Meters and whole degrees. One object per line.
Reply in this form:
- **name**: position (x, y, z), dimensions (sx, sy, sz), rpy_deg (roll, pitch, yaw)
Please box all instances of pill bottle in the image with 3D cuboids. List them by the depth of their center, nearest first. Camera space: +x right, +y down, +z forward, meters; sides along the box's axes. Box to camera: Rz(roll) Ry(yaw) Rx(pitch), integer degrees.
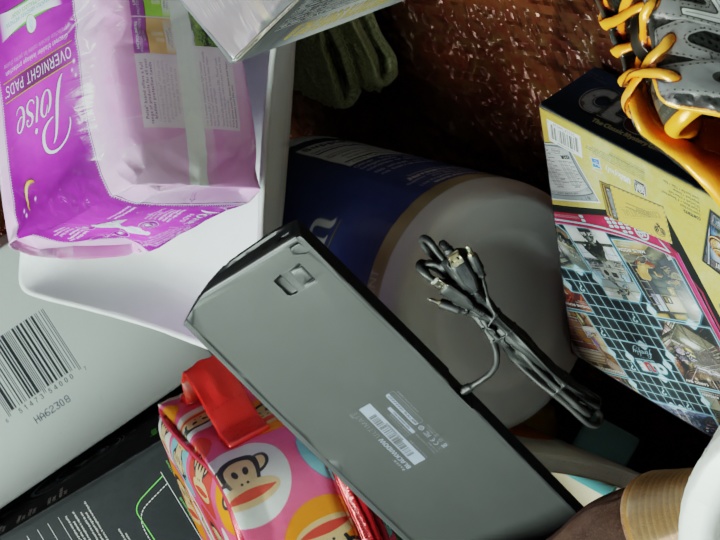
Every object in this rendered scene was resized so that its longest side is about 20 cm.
- **pill bottle**: position (0.000, 0.000, 1.313), dimensions (0.200, 0.111, 0.111), rpy_deg (16, 133, 52)

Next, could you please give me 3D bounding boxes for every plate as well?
- **plate**: position (-0.084, -0.074, 1.306), dimensions (0.200, 0.032, 0.200), rpy_deg (14, 101, 53)

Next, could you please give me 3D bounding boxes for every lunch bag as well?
- **lunch bag**: position (-0.036, 0.116, 1.355), dimensions (0.176, 0.082, 0.200), rpy_deg (67, 172, -15)

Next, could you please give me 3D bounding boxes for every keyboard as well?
- **keyboard**: position (0.033, 0.052, 1.204), dimensions (0.127, 0.021, 0.200), rpy_deg (-31, 115, 33)

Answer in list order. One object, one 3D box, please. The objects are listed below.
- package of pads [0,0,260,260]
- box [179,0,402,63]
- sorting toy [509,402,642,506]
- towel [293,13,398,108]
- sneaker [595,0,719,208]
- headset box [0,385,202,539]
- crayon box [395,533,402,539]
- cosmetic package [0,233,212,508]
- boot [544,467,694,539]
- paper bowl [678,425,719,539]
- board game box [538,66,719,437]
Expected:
- **package of pads**: position (-0.109, -0.111, 1.250), dimensions (0.120, 0.076, 0.200), rpy_deg (-24, 71, 54)
- **box**: position (-0.043, -0.165, 1.112), dimensions (0.048, 0.200, 0.158), rpy_deg (-42, 86, 25)
- **sorting toy**: position (0.123, 0.144, 1.298), dimensions (0.180, 0.107, 0.200), rpy_deg (12, 129, 44)
- **towel**: position (-0.066, -0.157, 1.333), dimensions (0.200, 0.036, 0.148), rpy_deg (23, 139, 46)
- **sneaker**: position (0.121, -0.086, 1.057), dimensions (0.200, 0.077, 0.078), rpy_deg (52, 155, 11)
- **headset box**: position (-0.154, 0.158, 1.590), dimensions (0.093, 0.200, 0.174), rpy_deg (59, 179, -6)
- **crayon box**: position (0.026, 0.162, 1.511), dimensions (0.200, 0.058, 0.119), rpy_deg (59, 153, -6)
- **cosmetic package**: position (-0.222, 0.065, 1.657), dimensions (0.123, 0.199, 0.200), rpy_deg (57, 153, -4)
- **boot**: position (0.150, 0.167, 1.215), dimensions (0.166, 0.072, 0.200), rpy_deg (-27, 110, 38)
- **paper bowl**: position (0.220, 0.090, 1.022), dimensions (0.201, 0.104, 0.201), rpy_deg (20, 137, 20)
- **board game box**: position (0.157, 0.017, 1.157), dimensions (0.200, 0.035, 0.136), rpy_deg (32, 145, 39)
